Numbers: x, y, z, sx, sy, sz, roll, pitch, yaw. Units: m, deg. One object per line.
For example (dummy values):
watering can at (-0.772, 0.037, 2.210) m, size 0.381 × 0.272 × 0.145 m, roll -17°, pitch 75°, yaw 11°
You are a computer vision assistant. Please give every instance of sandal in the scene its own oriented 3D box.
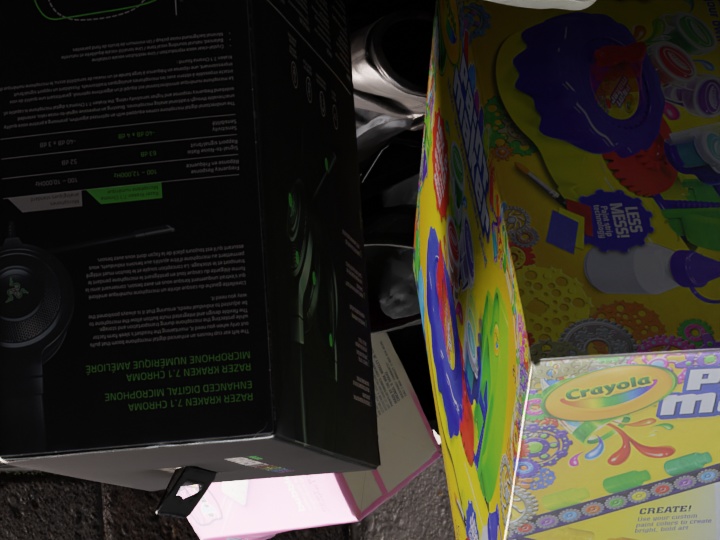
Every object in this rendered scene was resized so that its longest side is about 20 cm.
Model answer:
sandal at (-0.001, 0.001, 1.028) m, size 0.200 × 0.075 × 0.048 m, roll -11°, pitch -143°, yaw -8°

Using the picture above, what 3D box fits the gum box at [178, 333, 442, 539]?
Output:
gum box at (-0.055, 0.027, 1.121) m, size 0.113 × 0.200 × 0.066 m, roll -14°, pitch -165°, yaw 47°

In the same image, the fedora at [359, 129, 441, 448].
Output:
fedora at (0.035, -0.012, 1.152) m, size 0.200 × 0.201 × 0.092 m, roll -10°, pitch -160°, yaw 38°

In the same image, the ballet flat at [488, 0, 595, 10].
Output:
ballet flat at (0.082, -0.110, 0.744) m, size 0.199 × 0.063 × 0.069 m, roll -3°, pitch 172°, yaw -6°

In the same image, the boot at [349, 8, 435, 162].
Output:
boot at (-0.035, -0.073, 0.975) m, size 0.131 × 0.070 × 0.200 m, roll -16°, pitch 177°, yaw 42°

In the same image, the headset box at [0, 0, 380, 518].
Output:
headset box at (-0.057, -0.018, 0.830) m, size 0.092 × 0.201 × 0.174 m, roll -6°, pitch 172°, yaw 10°

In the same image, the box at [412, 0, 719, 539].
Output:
box at (0.094, 0.010, 0.861) m, size 0.122 × 0.200 × 0.193 m, roll -3°, pitch 139°, yaw -6°
